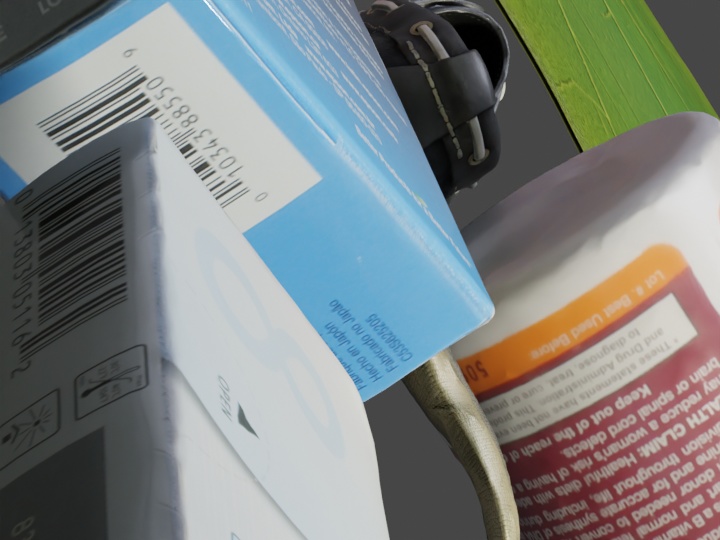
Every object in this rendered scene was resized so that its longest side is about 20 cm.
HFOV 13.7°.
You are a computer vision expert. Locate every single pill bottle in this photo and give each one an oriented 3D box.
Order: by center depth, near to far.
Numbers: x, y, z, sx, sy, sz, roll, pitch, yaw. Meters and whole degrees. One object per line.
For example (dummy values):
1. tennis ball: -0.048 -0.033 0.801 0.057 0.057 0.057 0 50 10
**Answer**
1. pill bottle: 0.103 0.067 0.846 0.200 0.114 0.114 57 11 -10

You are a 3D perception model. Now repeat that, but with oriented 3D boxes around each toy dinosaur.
1. toy dinosaur: 0.000 0.000 0.758 0.201 0.047 0.088 68 7 26

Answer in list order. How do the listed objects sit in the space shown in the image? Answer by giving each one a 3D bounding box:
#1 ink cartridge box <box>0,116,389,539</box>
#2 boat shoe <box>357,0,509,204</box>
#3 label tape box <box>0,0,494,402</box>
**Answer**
1. ink cartridge box: 0.006 0.089 0.522 0.200 0.047 0.160 51 13 -27
2. boat shoe: 0.019 -0.051 0.923 0.072 0.067 0.200 58 9 -3
3. label tape box: -0.056 -0.078 0.661 0.143 0.066 0.200 47 14 -49
